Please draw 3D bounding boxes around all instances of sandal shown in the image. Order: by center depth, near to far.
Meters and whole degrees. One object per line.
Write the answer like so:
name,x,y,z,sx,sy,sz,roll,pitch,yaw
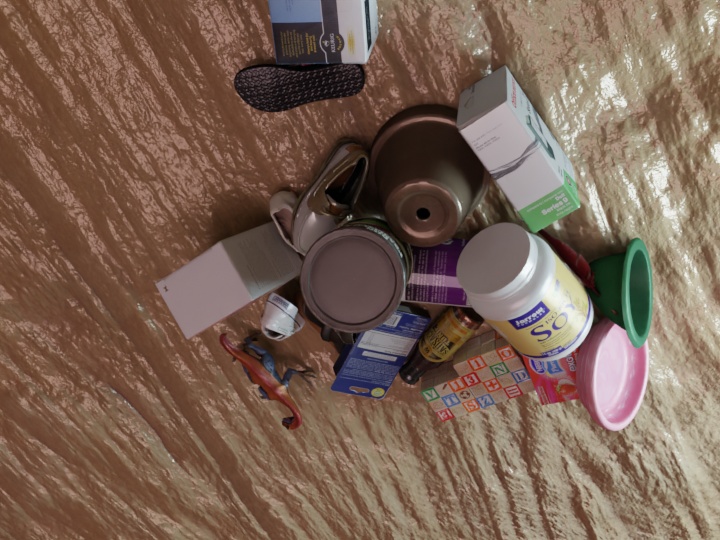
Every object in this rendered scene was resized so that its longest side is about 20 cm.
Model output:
sandal,-0.093,-0.290,1.221,0.199,0.045,0.075,-6,129,-4

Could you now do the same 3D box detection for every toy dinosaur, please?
toy dinosaur,-0.180,0.218,1.498,0.105,0.200,0.182,-45,63,20

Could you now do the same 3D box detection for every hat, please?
hat,0.374,0.025,1.313,0.175,0.165,0.201,-1,81,34

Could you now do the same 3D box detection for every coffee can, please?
coffee can,0.000,0.000,1.184,0.145,0.200,0.147,1,98,7

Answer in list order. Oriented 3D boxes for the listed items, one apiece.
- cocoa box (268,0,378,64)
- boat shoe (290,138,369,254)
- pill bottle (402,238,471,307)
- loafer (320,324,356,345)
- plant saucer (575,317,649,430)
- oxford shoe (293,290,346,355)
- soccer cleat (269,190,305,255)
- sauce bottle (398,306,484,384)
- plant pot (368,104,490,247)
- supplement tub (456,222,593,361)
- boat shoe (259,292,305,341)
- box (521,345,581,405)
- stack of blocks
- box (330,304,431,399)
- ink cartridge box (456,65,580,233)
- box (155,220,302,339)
cocoa box,-0.052,-0.397,1.081,0.130,0.134,0.201,1,123,9
boat shoe,-0.050,-0.111,1.266,0.074,0.068,0.201,18,105,-30
pill bottle,0.125,0.000,1.327,0.199,0.113,0.113,5,124,6
loafer,-0.007,0.043,1.350,0.071,0.073,0.201,22,122,6
plant saucer,0.426,0.168,1.356,0.051,0.201,0.201,5,131,45
oxford shoe,-0.049,0.098,1.459,0.071,0.071,0.200,-49,125,-13
soccer cleat,-0.086,-0.048,1.352,0.069,0.078,0.200,-30,114,26
sauce bottle,0.142,0.135,1.442,0.066,0.066,0.200,31,121,-11
plant pot,0.099,-0.126,1.212,0.199,0.175,0.201,5,125,7
supplement tub,0.249,0.033,1.205,0.145,0.146,0.200,-28,133,25
boat shoe,-0.146,0.089,1.397,0.073,0.066,0.200,31,169,11
box,0.333,0.127,1.385,0.099,0.096,0.201,-15,120,20
stack of blocks,0.211,0.193,1.472,0.199,0.059,0.115,-25,116,23
box,0.031,0.145,1.448,0.121,0.032,0.201,14,118,-28
ink cartridge box,0.232,-0.179,1.169,0.084,0.146,0.200,-30,115,25
box,-0.210,0.011,1.325,0.152,0.200,0.107,-29,92,26
